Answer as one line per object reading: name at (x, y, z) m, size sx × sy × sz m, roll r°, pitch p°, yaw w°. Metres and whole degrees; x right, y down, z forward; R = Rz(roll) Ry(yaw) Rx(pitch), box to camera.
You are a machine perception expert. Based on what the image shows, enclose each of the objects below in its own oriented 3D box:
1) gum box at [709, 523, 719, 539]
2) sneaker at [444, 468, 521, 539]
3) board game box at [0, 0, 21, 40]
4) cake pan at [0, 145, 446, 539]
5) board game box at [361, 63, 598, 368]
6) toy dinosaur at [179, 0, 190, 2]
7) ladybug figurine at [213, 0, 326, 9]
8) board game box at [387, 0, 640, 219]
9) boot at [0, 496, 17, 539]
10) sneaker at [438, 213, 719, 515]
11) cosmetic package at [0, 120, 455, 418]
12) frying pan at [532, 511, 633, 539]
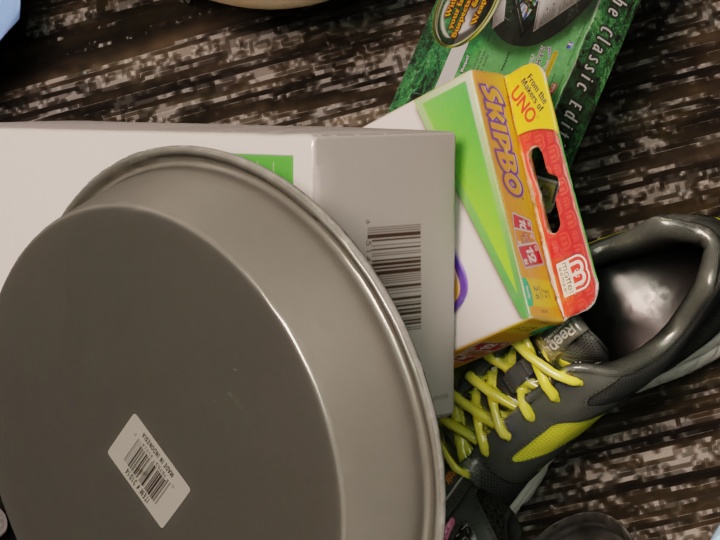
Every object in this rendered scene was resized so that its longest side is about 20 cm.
gum box at (0.151, 0.223, 0.847) m, size 0.169 × 0.045 × 0.201 m, roll 31°, pitch 85°, yaw 16°
sneaker at (0.005, 0.163, 0.853) m, size 0.086 × 0.080 × 0.202 m, roll 15°, pitch 105°, yaw 10°
board game box at (-0.237, -0.108, 0.959) m, size 0.158 × 0.039 × 0.200 m, roll 40°, pitch 80°, yaw -1°
cake pan at (-0.059, 0.060, 0.789) m, size 0.199 × 0.037 × 0.202 m, roll 14°, pitch 112°, yaw 39°
board game box at (0.000, 0.000, 0.886) m, size 0.199 × 0.030 × 0.096 m, roll -25°, pitch 71°, yaw 36°
toy dinosaur at (-0.026, -0.155, 0.961) m, size 0.198 × 0.077 × 0.103 m, roll 4°, pitch 91°, yaw 8°
ladybug figurine at (-0.066, -0.189, 0.897) m, size 0.200 × 0.072 × 0.136 m, roll 42°, pitch 92°, yaw 12°
board game box at (0.065, -0.099, 0.916) m, size 0.104 × 0.023 × 0.201 m, roll 16°, pitch 81°, yaw 52°
boot at (-0.137, 0.107, 0.912) m, size 0.066 × 0.164 × 0.200 m, roll -53°, pitch 48°, yaw 22°
sneaker at (0.062, 0.036, 0.885) m, size 0.199 × 0.085 × 0.075 m, roll -38°, pitch 73°, yaw 2°
cosmetic package at (-0.064, -0.002, 0.867) m, size 0.199 × 0.084 × 0.109 m, roll 2°, pitch 95°, yaw 40°
frying pan at (0.065, 0.177, 0.838) m, size 0.031 × 0.115 × 0.191 m, roll 27°, pitch 56°, yaw -23°
